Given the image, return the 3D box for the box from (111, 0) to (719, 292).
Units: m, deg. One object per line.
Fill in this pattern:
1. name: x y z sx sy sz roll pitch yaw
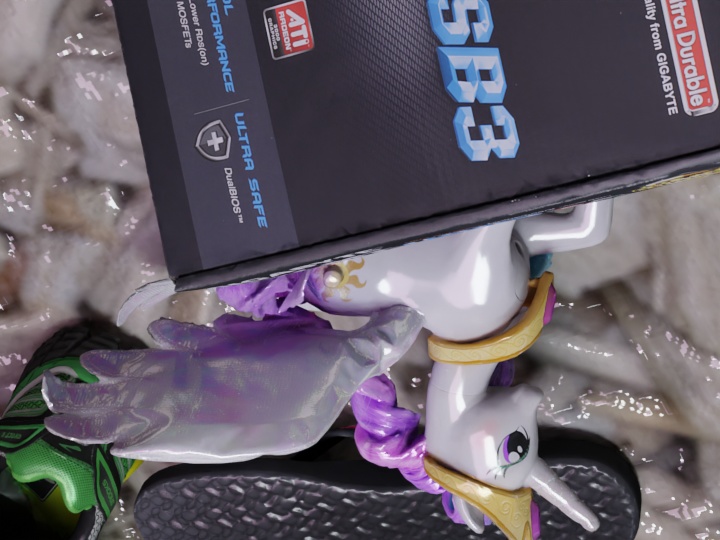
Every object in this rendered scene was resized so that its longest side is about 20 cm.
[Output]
1. box: 0.017 -0.110 0.812 0.197 0.050 0.201 -12 87 24

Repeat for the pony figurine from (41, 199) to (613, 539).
1. pony figurine: 0.000 0.000 0.922 0.192 0.167 0.201 10 112 7

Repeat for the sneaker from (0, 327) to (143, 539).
1. sneaker: -0.150 0.111 1.089 0.078 0.085 0.200 30 130 0

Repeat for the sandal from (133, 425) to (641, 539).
1. sandal: 0.011 0.091 1.041 0.198 0.045 0.075 -5 128 9
